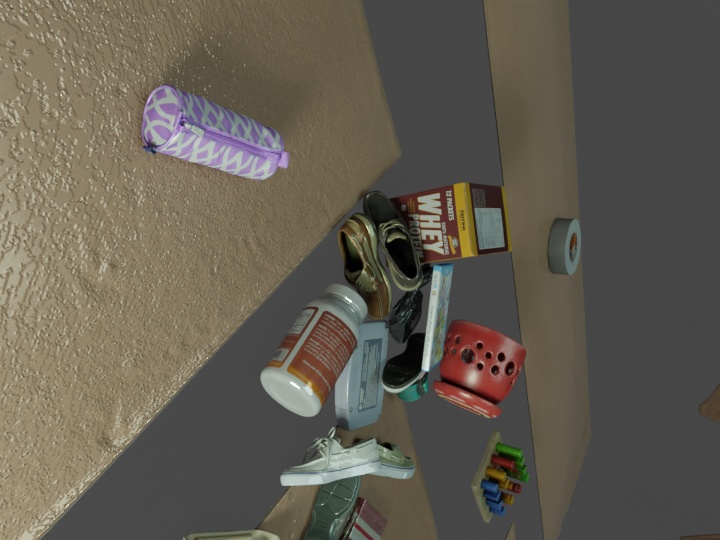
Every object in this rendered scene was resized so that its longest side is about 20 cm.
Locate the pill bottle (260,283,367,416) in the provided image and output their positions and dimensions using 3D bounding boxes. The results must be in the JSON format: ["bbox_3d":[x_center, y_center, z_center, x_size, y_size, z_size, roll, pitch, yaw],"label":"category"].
[{"bbox_3d":[-0.068,0.124,0.960,0.202,0.110,0.114,-57,137,-32],"label":"pill bottle"}]

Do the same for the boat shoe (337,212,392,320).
[{"bbox_3d":[0.000,0.000,1.082,0.073,0.074,0.205,-32,113,-42],"label":"boat shoe"}]

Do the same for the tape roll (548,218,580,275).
[{"bbox_3d":[0.749,-0.088,2.146,0.198,0.065,0.207,-14,107,-54],"label":"tape roll"}]

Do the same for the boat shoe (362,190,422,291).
[{"bbox_3d":[0.066,-0.063,1.088,0.073,0.073,0.204,-26,82,-10],"label":"boat shoe"}]

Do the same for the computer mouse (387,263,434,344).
[{"bbox_3d":[0.091,0.077,1.193,0.139,0.052,0.202,-52,162,-27],"label":"computer mouse"}]

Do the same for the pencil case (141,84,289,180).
[{"bbox_3d":[-0.187,-0.175,0.766,0.198,0.084,0.087,5,93,-56],"label":"pencil case"}]

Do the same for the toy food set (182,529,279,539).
[{"bbox_3d":[-0.203,0.470,0.863,0.199,0.059,0.147,30,70,-52],"label":"toy food set"}]

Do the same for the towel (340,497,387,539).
[{"bbox_3d":[-0.014,0.581,1.190,0.203,0.022,0.145,-61,141,-27],"label":"towel"}]

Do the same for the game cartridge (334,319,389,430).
[{"bbox_3d":[0.002,0.200,1.141,0.131,0.041,0.206,4,92,-51],"label":"game cartridge"}]

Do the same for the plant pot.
[{"bbox_3d":[0.280,0.242,1.415,0.200,0.197,0.187,35,75,-51],"label":"plant pot"}]

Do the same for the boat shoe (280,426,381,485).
[{"bbox_3d":[-0.051,0.322,1.031,0.197,0.074,0.089,-1,75,-30],"label":"boat shoe"}]

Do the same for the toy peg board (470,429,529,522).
[{"bbox_3d":[0.432,0.635,1.774,0.201,0.096,0.203,-54,135,-35],"label":"toy peg board"}]

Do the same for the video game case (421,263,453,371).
[{"bbox_3d":[0.158,0.090,1.186,0.143,0.017,0.206,-6,103,-71],"label":"video game case"}]

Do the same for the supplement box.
[{"bbox_3d":[0.174,-0.090,1.188,0.198,0.193,0.137,-7,89,-54],"label":"supplement box"}]

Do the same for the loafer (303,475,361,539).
[{"bbox_3d":[-0.054,0.454,1.084,0.203,0.070,0.063,-63,159,-20],"label":"loafer"}]

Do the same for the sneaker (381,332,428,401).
[{"bbox_3d":[0.093,0.226,1.214,0.199,0.082,0.124,-37,139,-54],"label":"sneaker"}]

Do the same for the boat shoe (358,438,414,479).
[{"bbox_3d":[0.058,0.391,1.219,0.198,0.071,0.064,28,75,-50],"label":"boat shoe"}]
